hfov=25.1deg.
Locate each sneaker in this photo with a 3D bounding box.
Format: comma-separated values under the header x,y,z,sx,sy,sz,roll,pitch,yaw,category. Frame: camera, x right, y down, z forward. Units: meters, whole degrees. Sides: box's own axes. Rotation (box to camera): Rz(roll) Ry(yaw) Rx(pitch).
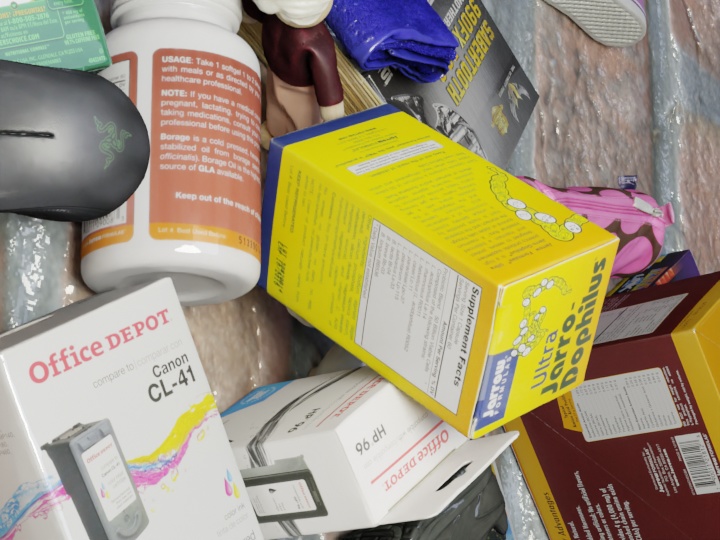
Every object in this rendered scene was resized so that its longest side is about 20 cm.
x,y,z,sx,sy,sz,roll,pitch,yaw,category
0.042,0.205,1.134,0.200,0.076,0.091,-39,112,-33,sneaker
0.202,-0.302,1.502,0.200,0.072,0.115,37,49,-51,sneaker

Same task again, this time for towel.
x,y,z,sx,sy,sz,roll,pitch,yaw,category
-0.013,-0.226,1.154,0.200,0.050,0.148,54,19,13,towel

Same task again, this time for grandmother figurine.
x,y,z,sx,sy,sz,roll,pitch,yaw,category
-0.042,-0.143,1.072,0.061,0.200,0.121,-40,70,-22,grandmother figurine

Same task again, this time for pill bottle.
x,y,z,sx,sy,sz,roll,pitch,yaw,category
-0.117,-0.086,1.017,0.112,0.112,0.201,17,67,-46,pill bottle

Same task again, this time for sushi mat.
x,y,z,sx,sy,sz,roll,pitch,yaw,category
-0.049,-0.161,1.136,0.200,0.095,0.012,49,66,-30,sushi mat

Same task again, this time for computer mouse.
x,y,z,sx,sy,sz,roll,pitch,yaw,category
-0.205,-0.067,0.890,0.199,0.053,0.139,-3,89,-26,computer mouse

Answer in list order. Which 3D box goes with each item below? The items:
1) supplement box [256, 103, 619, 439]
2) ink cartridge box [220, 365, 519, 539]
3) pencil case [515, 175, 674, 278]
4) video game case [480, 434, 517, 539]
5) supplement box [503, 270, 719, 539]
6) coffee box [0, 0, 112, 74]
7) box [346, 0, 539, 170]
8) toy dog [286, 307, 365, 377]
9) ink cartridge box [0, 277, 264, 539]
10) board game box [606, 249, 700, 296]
x,y,z,sx,sy,sz,roll,pitch,yaw,category
0.042,-0.006,0.995,0.109,0.200,0.109,-21,133,-39,supplement box
-0.015,0.111,1.011,0.116,0.199,0.068,-35,106,-49,ink cartridge box
0.181,-0.039,1.373,0.199,0.093,0.091,-2,80,-49,pencil case
0.059,0.169,1.226,0.143,0.017,0.201,-18,93,-51,video game case
0.242,0.126,1.311,0.133,0.199,0.198,-35,106,-49,supplement box
-0.232,-0.201,0.951,0.123,0.044,0.201,-19,94,-36,coffee box
0.062,-0.140,1.287,0.159,0.048,0.200,55,40,-23,box
0.000,0.000,1.171,0.200,0.096,0.132,-48,119,-29,toy dog
-0.149,0.123,0.939,0.147,0.085,0.201,-27,101,-50,ink cartridge box
0.284,0.105,1.483,0.165,0.057,0.201,-36,107,-47,board game box
